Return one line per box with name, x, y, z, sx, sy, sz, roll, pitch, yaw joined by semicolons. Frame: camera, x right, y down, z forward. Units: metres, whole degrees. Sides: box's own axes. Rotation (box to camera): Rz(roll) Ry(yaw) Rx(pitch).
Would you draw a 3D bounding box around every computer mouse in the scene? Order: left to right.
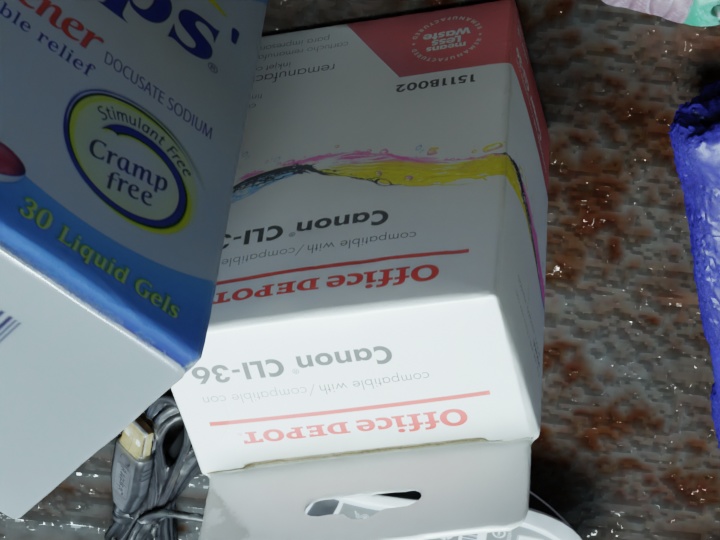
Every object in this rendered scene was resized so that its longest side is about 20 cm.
computer mouse;-0.004;0.101;1.136;0.199;0.044;0.110;11;127;3

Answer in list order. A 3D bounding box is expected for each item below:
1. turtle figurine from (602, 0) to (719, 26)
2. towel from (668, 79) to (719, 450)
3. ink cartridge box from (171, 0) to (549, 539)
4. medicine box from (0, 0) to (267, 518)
turtle figurine;0.182;-0.082;0.889;0.199;0.150;0.101;23;115;4
towel;0.195;0.004;1.033;0.147;0.050;0.201;-11;129;5
ink cartridge box;0.000;0.000;0.940;0.116;0.201;0.068;-8;130;12
medicine box;-0.137;-0.058;0.902;0.182;0.201;0.103;35;127;-23
